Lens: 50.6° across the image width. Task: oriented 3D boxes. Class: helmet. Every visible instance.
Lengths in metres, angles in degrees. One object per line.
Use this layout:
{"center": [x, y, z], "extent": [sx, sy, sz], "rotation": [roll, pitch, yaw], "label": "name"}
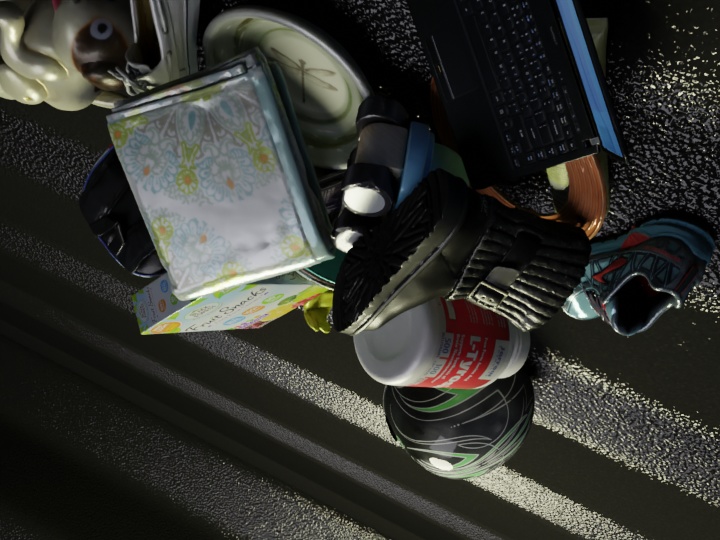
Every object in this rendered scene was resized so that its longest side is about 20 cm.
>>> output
{"center": [0.146, 0.196, 1.085], "extent": [0.189, 0.201, 0.201], "rotation": [28, 160, 43], "label": "helmet"}

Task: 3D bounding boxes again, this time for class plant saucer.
{"center": [-0.060, -0.186, 0.750], "extent": [0.197, 0.051, 0.201], "rotation": [24, 153, 13], "label": "plant saucer"}

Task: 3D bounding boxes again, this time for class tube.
{"center": [0.177, -0.123, 0.635], "extent": [0.057, 0.052, 0.201], "rotation": [-23, 134, 3], "label": "tube"}

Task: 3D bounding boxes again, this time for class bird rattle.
{"center": [-0.066, -0.013, 1.039], "extent": [0.200, 0.111, 0.165], "rotation": [38, 147, 54], "label": "bird rattle"}

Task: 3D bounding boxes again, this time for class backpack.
{"center": [-0.220, -0.090, 0.893], "extent": [0.201, 0.189, 0.154], "rotation": [54, -177, 10], "label": "backpack"}

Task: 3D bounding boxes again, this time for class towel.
{"center": [-0.128, -0.084, 0.708], "extent": [0.168, 0.048, 0.203], "rotation": [-13, 107, 17], "label": "towel"}

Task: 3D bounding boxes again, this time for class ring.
{"center": [0.136, -0.106, 0.664], "extent": [0.200, 0.019, 0.201], "rotation": [45, 162, 19], "label": "ring"}

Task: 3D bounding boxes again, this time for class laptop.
{"center": [0.095, -0.147, 0.526], "extent": [0.198, 0.102, 0.180], "rotation": [-12, 102, 51], "label": "laptop"}

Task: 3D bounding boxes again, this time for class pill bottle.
{"center": [0.096, 0.071, 0.830], "extent": [0.198, 0.115, 0.111], "rotation": [10, 172, -44], "label": "pill bottle"}

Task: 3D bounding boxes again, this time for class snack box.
{"center": [-0.141, 0.023, 0.883], "extent": [0.141, 0.054, 0.199], "rotation": [-30, 163, 30], "label": "snack box"}

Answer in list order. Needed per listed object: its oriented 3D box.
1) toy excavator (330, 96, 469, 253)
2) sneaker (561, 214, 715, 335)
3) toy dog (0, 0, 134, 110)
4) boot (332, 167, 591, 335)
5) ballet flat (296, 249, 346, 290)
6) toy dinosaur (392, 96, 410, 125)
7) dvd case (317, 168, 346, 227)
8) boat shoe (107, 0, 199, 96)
{"center": [0.075, -0.049, 0.726], "extent": [0.196, 0.101, 0.195], "rotation": [13, 149, -1], "label": "toy excavator"}
{"center": [0.251, 0.019, 0.749], "extent": [0.079, 0.096, 0.200], "rotation": [32, 154, -6], "label": "sneaker"}
{"center": [-0.306, -0.237, 0.815], "extent": [0.198, 0.141, 0.194], "rotation": [-1, 142, 42], "label": "toy dog"}
{"center": [0.081, 0.011, 0.667], "extent": [0.156, 0.081, 0.211], "rotation": [19, 143, -26], "label": "boot"}
{"center": [0.000, 0.000, 0.885], "extent": [0.196, 0.070, 0.071], "rotation": [11, 162, -10], "label": "ballet flat"}
{"center": [0.041, -0.109, 0.795], "extent": [0.088, 0.048, 0.200], "rotation": [42, 157, 5], "label": "toy dinosaur"}
{"center": [-0.094, -0.051, 0.851], "extent": [0.016, 0.197, 0.149], "rotation": [65, 165, 13], "label": "dvd case"}
{"center": [-0.201, -0.197, 0.731], "extent": [0.074, 0.086, 0.205], "rotation": [35, 133, 26], "label": "boat shoe"}
